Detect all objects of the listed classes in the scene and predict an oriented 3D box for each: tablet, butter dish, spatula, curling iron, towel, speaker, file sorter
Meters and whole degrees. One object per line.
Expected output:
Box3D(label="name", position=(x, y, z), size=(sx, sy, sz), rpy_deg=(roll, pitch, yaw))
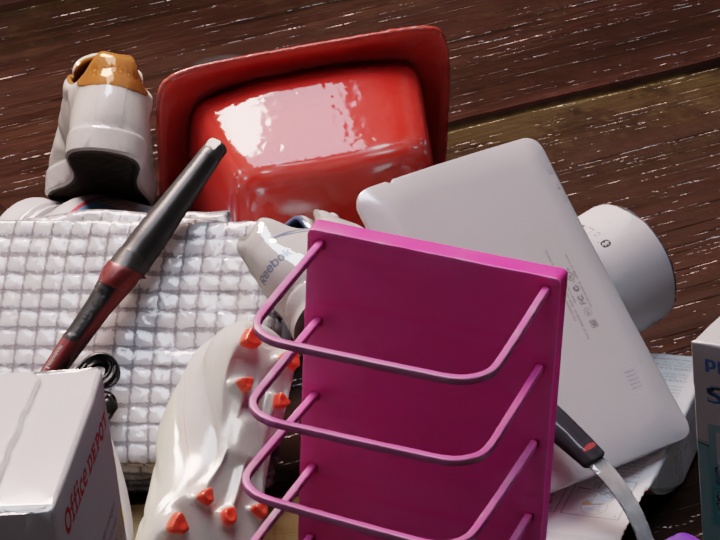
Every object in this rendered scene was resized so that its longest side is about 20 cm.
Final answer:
Box3D(label="tablet", position=(0.092, 0.025, 1.616), size=(0.130, 0.200, 0.014), rpy_deg=(-18, -18, -29))
Box3D(label="butter dish", position=(-0.023, -0.039, 1.882), size=(0.200, 0.200, 0.148), rpy_deg=(-11, 48, -12))
Box3D(label="spatula", position=(0.136, 0.118, 1.552), size=(0.056, 0.021, 0.200), rpy_deg=(-27, 68, -40))
Box3D(label="curling iron", position=(-0.129, 0.007, 1.658), size=(0.050, 0.026, 0.200), rpy_deg=(28, 67, -2))
Box3D(label="towel", position=(-0.138, 0.051, 1.699), size=(0.200, 0.086, 0.166), rpy_deg=(-2, 67, 9))
Box3D(label="speaker", position=(0.087, 0.037, 1.663), size=(0.200, 0.081, 0.081), rpy_deg=(-31, 34, -32))
Box3D(label="file sorter", position=(0.017, 0.100, 1.483), size=(0.139, 0.200, 0.125), rpy_deg=(12, 30, 17))

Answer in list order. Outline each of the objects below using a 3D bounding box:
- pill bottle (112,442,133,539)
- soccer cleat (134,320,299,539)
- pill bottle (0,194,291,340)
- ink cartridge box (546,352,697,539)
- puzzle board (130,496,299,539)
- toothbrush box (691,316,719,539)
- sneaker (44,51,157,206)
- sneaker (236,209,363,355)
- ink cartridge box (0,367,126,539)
Box3D(label="pill bottle", position=(-0.227, 0.139, 1.546), size=(0.200, 0.111, 0.111), rpy_deg=(-15, 24, 3))
Box3D(label="soccer cleat", position=(-0.086, 0.119, 1.568), size=(0.078, 0.069, 0.200), rpy_deg=(-28, 38, 50))
Box3D(label="pill bottle", position=(-0.146, 0.011, 1.844), size=(0.200, 0.109, 0.109), rpy_deg=(14, 31, 38))
Box3D(label="ink cartridge box", position=(0.100, 0.113, 1.657), size=(0.162, 0.057, 0.200), rpy_deg=(5, 38, 22))
Box3D(label="puzzle board", position=(-0.110, 0.173, 1.594), size=(0.200, 0.017, 0.151), rpy_deg=(-4, 26, 6))
Box3D(label="toothbrush box", position=(0.250, 0.116, 1.416), size=(0.146, 0.200, 0.085), rpy_deg=(11, 29, 30))
Box3D(label="sneaker", position=(-0.163, -0.091, 1.873), size=(0.073, 0.085, 0.200), rpy_deg=(7, -13, -10))
Box3D(label="sneaker", position=(0.000, 0.000, 1.671), size=(0.087, 0.075, 0.200), rpy_deg=(48, 15, 19))
Box3D(label="ink cartridge box", position=(-0.193, 0.169, 1.396), size=(0.146, 0.200, 0.147), rpy_deg=(-3, 24, 6))
